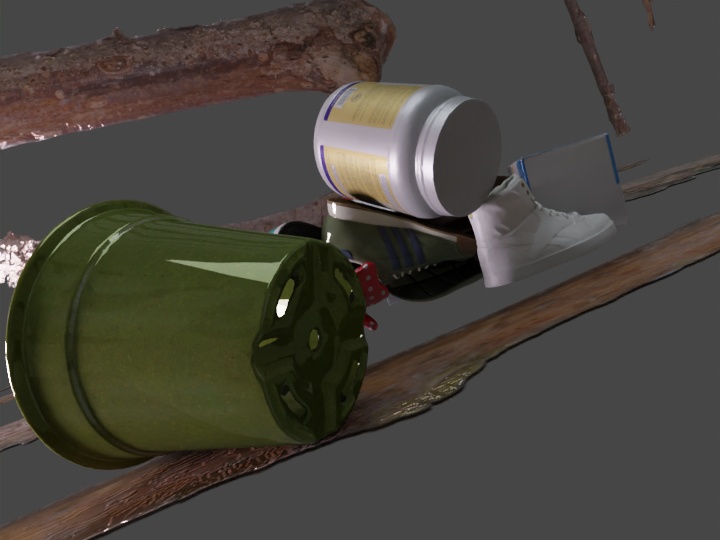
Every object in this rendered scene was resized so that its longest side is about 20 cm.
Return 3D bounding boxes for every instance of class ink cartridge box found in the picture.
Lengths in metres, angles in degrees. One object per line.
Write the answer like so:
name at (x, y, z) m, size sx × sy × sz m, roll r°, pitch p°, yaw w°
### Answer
ink cartridge box at (0.305, -0.119, 0.894) m, size 0.122 × 0.132 × 0.200 m, roll -15°, pitch 5°, yaw 10°

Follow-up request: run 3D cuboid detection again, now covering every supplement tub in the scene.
supplement tub at (0.052, -0.145, 0.699) m, size 0.143 × 0.150 × 0.198 m, roll -21°, pitch 29°, yaw -37°

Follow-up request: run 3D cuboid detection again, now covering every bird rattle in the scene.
bird rattle at (-0.058, 0.044, 0.729) m, size 0.194 × 0.116 × 0.163 m, roll -15°, pitch -12°, yaw 7°

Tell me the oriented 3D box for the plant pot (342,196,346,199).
plant pot at (0.119, -0.152, 1.008) m, size 0.178 × 0.199 × 0.200 m, roll -54°, pitch -5°, yaw 27°

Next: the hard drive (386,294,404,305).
hard drive at (0.130, 0.001, 0.881) m, size 0.195 × 0.027 × 0.132 m, roll -19°, pitch 4°, yaw 3°

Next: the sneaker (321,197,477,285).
sneaker at (0.043, -0.023, 0.727) m, size 0.194 × 0.092 × 0.067 m, roll 13°, pitch 12°, yaw -9°

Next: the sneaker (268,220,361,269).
sneaker at (-0.060, -0.004, 0.794) m, size 0.197 × 0.086 × 0.119 m, roll 23°, pitch -19°, yaw -36°

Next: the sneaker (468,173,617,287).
sneaker at (0.220, -0.066, 0.709) m, size 0.196 × 0.119 × 0.073 m, roll -19°, pitch 2°, yaw -22°

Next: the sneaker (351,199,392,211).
sneaker at (0.024, -0.074, 0.891) m, size 0.195 × 0.076 × 0.087 m, roll -19°, pitch 18°, yaw 19°

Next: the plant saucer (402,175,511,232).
plant saucer at (0.142, -0.062, 0.821) m, size 0.195 × 0.038 × 0.201 m, roll -15°, pitch -21°, yaw -6°

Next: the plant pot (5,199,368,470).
plant pot at (-0.100, 0.045, 0.410) m, size 0.185 × 0.206 × 0.199 m, roll -2°, pitch 12°, yaw 32°

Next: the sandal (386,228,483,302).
sandal at (0.124, -0.006, 0.777) m, size 0.195 × 0.082 × 0.058 m, roll -17°, pitch -21°, yaw -4°
